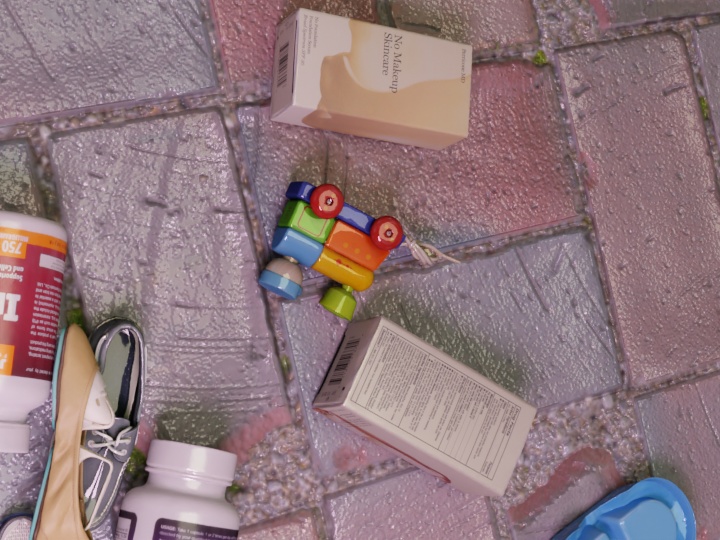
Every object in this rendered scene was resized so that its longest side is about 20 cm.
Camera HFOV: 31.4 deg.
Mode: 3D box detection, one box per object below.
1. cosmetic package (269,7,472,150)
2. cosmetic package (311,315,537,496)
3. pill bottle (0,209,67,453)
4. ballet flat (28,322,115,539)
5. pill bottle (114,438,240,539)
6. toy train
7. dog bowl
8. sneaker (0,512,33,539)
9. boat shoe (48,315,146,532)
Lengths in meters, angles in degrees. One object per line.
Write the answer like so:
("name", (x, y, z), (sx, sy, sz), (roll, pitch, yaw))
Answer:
("cosmetic package", (0.012, -0.194, 1.315), (0.198, 0.071, 0.107), (6, 81, -24))
("cosmetic package", (0.065, 0.139, 1.293), (0.199, 0.087, 0.104), (32, 71, -17))
("pill bottle", (-0.320, 0.055, 1.113), (0.112, 0.113, 0.203), (7, 81, -23))
("ballet flat", (-0.245, 0.149, 1.126), (0.062, 0.069, 0.203), (8, 87, -5))
("pill bottle", (-0.170, 0.260, 1.160), (0.110, 0.111, 0.203), (15, 79, -22))
("toy train", (0.000, 0.000, 1.287), (0.199, 0.085, 0.117), (27, 84, -20))
("dog bowl", (0.276, 0.305, 1.392), (0.199, 0.049, 0.112), (-31, 97, -25))
("sneaker", (-0.279, 0.310, 1.113), (0.076, 0.085, 0.203), (-6, 78, -25))
("boat shoe", (-0.237, 0.140, 1.169), (0.072, 0.062, 0.203), (15, 78, -23))
